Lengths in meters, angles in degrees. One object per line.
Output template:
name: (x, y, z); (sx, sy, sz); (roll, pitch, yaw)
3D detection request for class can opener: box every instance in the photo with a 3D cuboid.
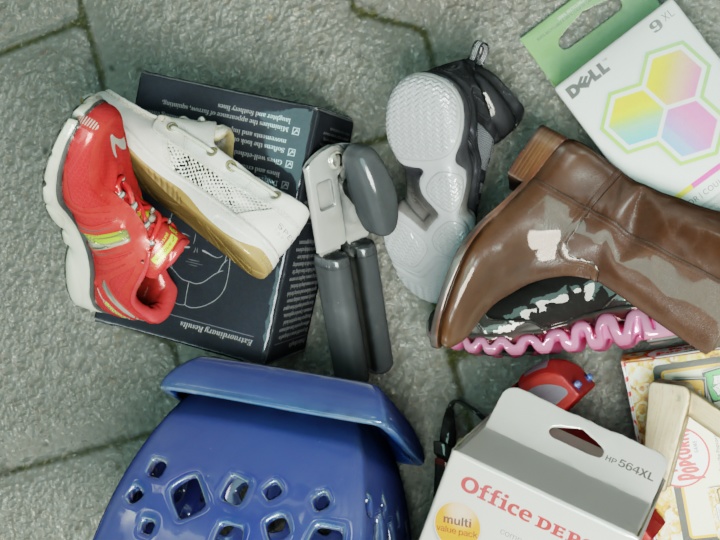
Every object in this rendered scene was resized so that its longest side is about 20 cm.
can opener: (0.000, 0.000, 0.819); (0.067, 0.053, 0.201); (19, 126, 48)

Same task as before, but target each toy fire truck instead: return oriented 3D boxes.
toy fire truck: (0.207, 0.126, 0.765); (0.141, 0.049, 0.200); (-47, 73, 23)

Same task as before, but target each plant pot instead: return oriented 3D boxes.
plant pot: (-0.059, 0.173, 0.805); (0.199, 0.200, 0.180); (8, 73, 16)

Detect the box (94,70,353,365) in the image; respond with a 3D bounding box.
box: (-0.106, -0.042, 0.860); (0.148, 0.107, 0.201); (14, 96, 14)

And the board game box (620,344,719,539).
board game box: (0.304, 0.122, 0.789); (0.199, 0.046, 0.152); (-10, 91, 15)

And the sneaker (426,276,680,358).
sneaker: (0.146, 0.017, 0.815); (0.199, 0.079, 0.096); (-7, 84, 14)

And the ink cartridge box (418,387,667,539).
ink cartridge box: (0.109, 0.193, 0.719); (0.128, 0.125, 0.201); (22, 105, 19)

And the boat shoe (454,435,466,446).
boat shoe: (0.131, 0.213, 0.810); (0.072, 0.072, 0.200); (-44, 95, -16)

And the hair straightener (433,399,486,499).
hair straightener: (0.087, 0.203, 0.854); (0.077, 0.041, 0.201); (5, 77, -25)

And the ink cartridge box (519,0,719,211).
ink cartridge box: (0.213, -0.127, 0.793); (0.104, 0.059, 0.200); (-37, 84, 14)

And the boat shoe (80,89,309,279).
boat shoe: (-0.118, -0.076, 0.778); (0.200, 0.071, 0.069); (39, 76, 18)

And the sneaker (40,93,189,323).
sneaker: (-0.159, -0.037, 0.746); (0.085, 0.200, 0.077); (19, 53, 13)

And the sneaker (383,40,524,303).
sneaker: (0.076, -0.074, 0.826); (0.075, 0.114, 0.201); (21, 134, 29)

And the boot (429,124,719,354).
boot: (0.169, 0.017, 0.746); (0.200, 0.064, 0.187); (30, 93, 16)
